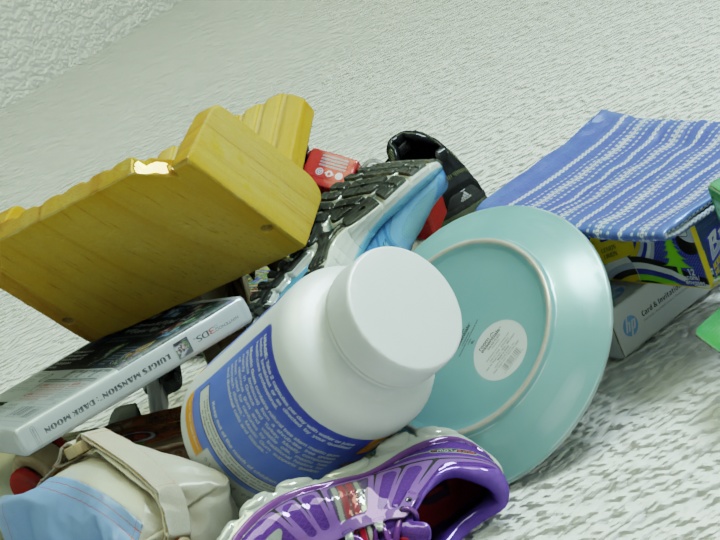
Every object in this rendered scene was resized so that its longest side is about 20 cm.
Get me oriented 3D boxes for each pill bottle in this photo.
[{"bbox_3d":[-0.023,0.067,1.237,0.112,0.112,0.200,-39,0,-42],"label":"pill bottle"}]

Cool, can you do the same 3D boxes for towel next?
[{"bbox_3d":[0.181,-0.065,1.314,0.144,0.024,0.199,-35,22,-26],"label":"towel"}]

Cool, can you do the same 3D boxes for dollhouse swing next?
[{"bbox_3d":[-0.148,-0.074,1.417,0.199,0.181,0.177,-23,51,28],"label":"dollhouse swing"}]

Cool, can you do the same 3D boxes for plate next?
[{"bbox_3d":[0.071,0.046,1.268,0.199,0.026,0.202,-20,55,31],"label":"plate"}]

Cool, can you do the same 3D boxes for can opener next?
[{"bbox_3d":[-0.168,0.074,1.513,0.066,0.053,0.201,-10,55,3],"label":"can opener"}]

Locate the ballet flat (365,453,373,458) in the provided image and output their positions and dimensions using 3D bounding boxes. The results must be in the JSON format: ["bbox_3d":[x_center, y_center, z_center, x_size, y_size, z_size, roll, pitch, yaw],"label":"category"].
[{"bbox_3d":[0.057,0.041,1.352,0.075,0.064,0.200,28,65,21],"label":"ballet flat"}]

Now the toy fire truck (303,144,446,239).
[{"bbox_3d":[-0.003,-0.010,1.460,0.198,0.049,0.142,17,69,18],"label":"toy fire truck"}]

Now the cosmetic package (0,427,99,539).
[{"bbox_3d":[-0.257,0.197,1.398,0.103,0.074,0.200,-14,18,32],"label":"cosmetic package"}]

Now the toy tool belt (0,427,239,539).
[{"bbox_3d":[-0.179,0.169,1.270,0.199,0.126,0.123,11,38,36],"label":"toy tool belt"}]

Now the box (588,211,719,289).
[{"bbox_3d":[0.185,-0.036,1.366,0.070,0.065,0.199,-33,22,-28],"label":"box"}]

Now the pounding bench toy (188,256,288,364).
[{"bbox_3d":[-0.058,0.023,1.552,0.155,0.125,0.200,-25,41,-6],"label":"pounding bench toy"}]

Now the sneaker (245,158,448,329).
[{"bbox_3d":[0.000,0.000,1.393,0.078,0.090,0.200,2,45,50],"label":"sneaker"}]

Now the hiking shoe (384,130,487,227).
[{"bbox_3d":[0.055,-0.083,1.772,0.075,0.101,0.200,-29,17,-19],"label":"hiking shoe"}]

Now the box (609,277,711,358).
[{"bbox_3d":[0.199,-0.006,1.434,0.199,0.041,0.155,-35,20,-28],"label":"box"}]

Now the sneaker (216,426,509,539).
[{"bbox_3d":[-0.001,0.155,1.159,0.199,0.081,0.083,-30,23,-19],"label":"sneaker"}]

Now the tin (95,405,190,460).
[{"bbox_3d":[-0.100,0.119,1.396,0.198,0.042,0.112,-12,5,-14],"label":"tin"}]

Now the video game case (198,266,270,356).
[{"bbox_3d":[-0.101,0.024,1.799,0.180,0.026,0.199,-37,20,-36],"label":"video game case"}]

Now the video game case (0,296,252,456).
[{"bbox_3d":[-0.185,0.073,1.377,0.181,0.023,0.200,-31,9,-22],"label":"video game case"}]

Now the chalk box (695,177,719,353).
[{"bbox_3d":[0.290,-0.011,1.170,0.199,0.125,0.125,-25,16,-4],"label":"chalk box"}]
